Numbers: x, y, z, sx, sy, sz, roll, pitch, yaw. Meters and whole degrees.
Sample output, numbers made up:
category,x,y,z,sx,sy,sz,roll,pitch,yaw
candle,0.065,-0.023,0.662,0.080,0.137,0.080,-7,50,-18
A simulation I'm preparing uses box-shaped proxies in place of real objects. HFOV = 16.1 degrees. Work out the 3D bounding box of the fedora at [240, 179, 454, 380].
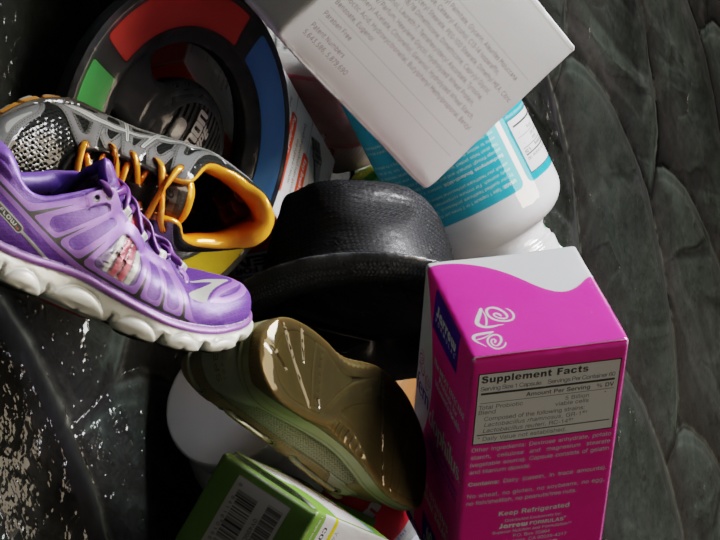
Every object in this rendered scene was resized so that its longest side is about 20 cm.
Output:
category,x,y,z,sx,sy,sz,roll,pitch,yaw
fedora,0.000,0.000,1.630,0.201,0.200,0.092,42,39,-58

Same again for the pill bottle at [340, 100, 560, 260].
category,x,y,z,sx,sy,sz,roll,pitch,yaw
pill bottle,0.062,-0.083,1.710,0.200,0.111,0.111,63,24,-9

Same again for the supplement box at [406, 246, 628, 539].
category,x,y,z,sx,sy,sz,roll,pitch,yaw
supplement box,0.093,0.098,1.563,0.101,0.103,0.201,-115,-156,-52

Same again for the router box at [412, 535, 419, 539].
category,x,y,z,sx,sy,sz,roll,pitch,yaw
router box,0.037,0.230,1.672,0.200,0.179,0.049,-78,150,-46

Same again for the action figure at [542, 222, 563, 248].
category,x,y,z,sx,sy,sz,roll,pitch,yaw
action figure,0.072,-0.048,1.796,0.200,0.118,0.055,64,-9,-13

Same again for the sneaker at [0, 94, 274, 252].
category,x,y,z,sx,sy,sz,roll,pitch,yaw
sneaker,-0.132,-0.050,1.438,0.200,0.077,0.079,6,100,-43

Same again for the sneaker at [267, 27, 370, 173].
category,x,y,z,sx,sy,sz,roll,pitch,yaw
sneaker,-0.040,-0.119,1.787,0.200,0.075,0.105,3,120,-44

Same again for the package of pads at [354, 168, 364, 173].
category,x,y,z,sx,sy,sz,roll,pitch,yaw
package of pads,0.053,0.007,1.978,0.154,0.068,0.201,41,43,-56

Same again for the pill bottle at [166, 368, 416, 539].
category,x,y,z,sx,sy,sz,roll,pitch,yaw
pill bottle,-0.040,0.115,1.621,0.200,0.112,0.113,42,42,-57

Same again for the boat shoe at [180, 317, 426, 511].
category,x,y,z,sx,sy,sz,roll,pitch,yaw
boat shoe,-0.027,0.088,1.504,0.201,0.063,0.073,37,51,-50

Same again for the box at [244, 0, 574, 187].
category,x,y,z,sx,sy,sz,roll,pitch,yaw
box,-0.005,-0.190,1.544,0.199,0.131,0.200,50,5,39

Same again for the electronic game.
category,x,y,z,sx,sy,sz,roll,pitch,yaw
electronic game,-0.113,-0.076,1.531,0.200,0.042,0.201,-18,114,-46

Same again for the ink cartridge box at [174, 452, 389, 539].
category,x,y,z,sx,sy,sz,roll,pitch,yaw
ink cartridge box,-0.043,0.205,1.515,0.148,0.076,0.200,-60,149,0

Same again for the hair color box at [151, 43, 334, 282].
category,x,y,z,sx,sy,sz,roll,pitch,yaw
hair color box,-0.089,-0.097,1.667,0.111,0.064,0.200,-79,149,-42

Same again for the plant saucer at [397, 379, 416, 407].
category,x,y,z,sx,sy,sz,roll,pitch,yaw
plant saucer,0.056,0.095,1.863,0.200,0.032,0.201,-31,130,-45

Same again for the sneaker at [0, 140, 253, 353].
category,x,y,z,sx,sy,sz,roll,pitch,yaw
sneaker,-0.133,-0.013,1.375,0.200,0.081,0.084,24,92,-36

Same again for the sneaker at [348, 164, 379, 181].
category,x,y,z,sx,sy,sz,roll,pitch,yaw
sneaker,-0.001,0.007,1.787,0.074,0.083,0.200,119,-6,-51
